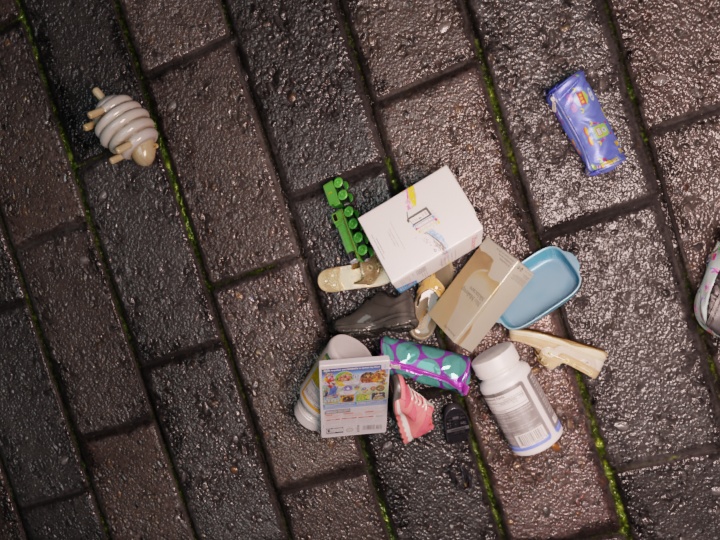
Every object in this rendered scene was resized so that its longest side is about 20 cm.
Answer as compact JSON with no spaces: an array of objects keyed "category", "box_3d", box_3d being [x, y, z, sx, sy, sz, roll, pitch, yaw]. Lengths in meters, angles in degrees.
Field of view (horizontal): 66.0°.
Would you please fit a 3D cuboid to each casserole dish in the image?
[{"category":"casserole dish","box_3d":[0.347,0.040,1.105,0.199,0.039,0.122,-36,51,14]}]

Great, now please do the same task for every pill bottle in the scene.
[{"category":"pill bottle","box_3d":[-0.063,0.247,1.193,0.112,0.113,0.202,35,114,6]},{"category":"pill bottle","box_3d":[0.312,0.256,1.120,0.112,0.114,0.203,-29,89,13]}]

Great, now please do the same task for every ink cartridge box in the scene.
[{"category":"ink cartridge box","box_3d":[0.121,-0.076,1.085,0.198,0.147,0.147,-30,77,4]}]

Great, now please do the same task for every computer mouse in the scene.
[{"category":"computer mouse","box_3d":[0.211,0.381,1.201,0.057,0.034,0.205,-8,99,-4]}]

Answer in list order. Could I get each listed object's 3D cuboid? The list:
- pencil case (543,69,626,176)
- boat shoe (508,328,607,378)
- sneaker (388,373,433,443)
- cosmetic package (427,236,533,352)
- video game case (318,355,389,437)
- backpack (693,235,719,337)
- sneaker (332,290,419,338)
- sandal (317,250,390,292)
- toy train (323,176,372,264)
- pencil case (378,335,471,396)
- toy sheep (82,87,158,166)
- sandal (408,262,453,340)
[{"category":"pencil case","box_3d":[0.426,-0.277,1.058,0.086,0.078,0.203,-27,89,-16]},{"category":"boat shoe","box_3d":[0.390,0.167,1.114,0.196,0.074,0.071,16,93,9]},{"category":"sneaker","box_3d":[0.108,0.279,1.163,0.085,0.074,0.203,-15,130,1]},{"category":"cosmetic package","box_3d":[0.237,0.048,1.107,0.201,0.071,0.105,-54,41,9]},{"category":"video game case","box_3d":[-0.013,0.260,1.131,0.140,0.018,0.204,-3,123,-6]},{"category":"backpack","box_3d":[0.702,0.032,1.008,0.164,0.126,0.204,23,101,20]},{"category":"sneaker","box_3d":[0.031,0.094,1.192,0.196,0.076,0.093,-11,68,21]},{"category":"sandal","box_3d":[0.002,0.006,1.183,0.208,0.070,0.079,-16,93,13]},{"category":"toy train","box_3d":[-0.029,-0.104,1.168,0.056,0.042,0.203,-26,71,19]},{"category":"pencil case","box_3d":[0.133,0.200,1.162,0.196,0.093,0.087,12,111,10]},{"category":"toy sheep","box_3d":[-0.529,-0.320,1.233,0.137,0.138,0.202,-32,100,13]},{"category":"sandal","box_3d":[0.145,0.053,1.165,0.079,0.054,0.204,16,99,10]}]
